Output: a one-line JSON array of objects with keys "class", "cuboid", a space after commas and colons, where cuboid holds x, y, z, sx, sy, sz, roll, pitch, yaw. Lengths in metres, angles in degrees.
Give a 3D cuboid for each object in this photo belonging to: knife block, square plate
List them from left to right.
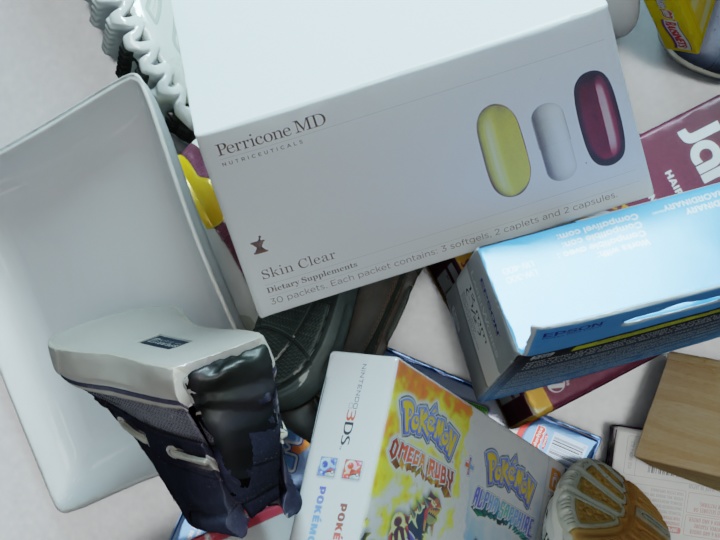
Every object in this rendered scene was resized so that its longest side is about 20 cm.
[{"class": "square plate", "cuboid": [-0.135, 0.015, 1.303, 0.198, 0.028, 0.201, -23, 88, 44]}, {"class": "knife block", "cuboid": [0.252, 0.093, 1.241, 0.199, 0.176, 0.064, 20, 80, 3]}]

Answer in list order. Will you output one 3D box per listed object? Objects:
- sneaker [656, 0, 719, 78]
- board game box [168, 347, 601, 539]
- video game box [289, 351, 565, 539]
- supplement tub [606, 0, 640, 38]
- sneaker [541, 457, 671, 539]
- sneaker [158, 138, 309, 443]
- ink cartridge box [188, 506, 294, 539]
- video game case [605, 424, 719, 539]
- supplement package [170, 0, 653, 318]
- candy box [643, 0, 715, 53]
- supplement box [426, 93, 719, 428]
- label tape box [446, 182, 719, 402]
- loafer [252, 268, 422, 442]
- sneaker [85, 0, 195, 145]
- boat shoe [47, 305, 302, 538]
[{"class": "sneaker", "cuboid": [0.264, -0.145, 1.326, 0.199, 0.085, 0.075, -3, 89, 1]}, {"class": "board game box", "cuboid": [0.013, 0.123, 1.346, 0.199, 0.037, 0.152, 23, 88, 0]}, {"class": "video game box", "cuboid": [0.030, 0.157, 1.216, 0.047, 0.200, 0.183, 1, 72, 31]}, {"class": "supplement tub", "cuboid": [0.040, -0.165, 1.306, 0.199, 0.132, 0.132, -15, 89, 1]}, {"class": "sneaker", "cuboid": [0.106, 0.173, 1.247, 0.076, 0.200, 0.088, 37, 118, -6]}, {"class": "sneaker", "cuboid": [-0.030, 0.009, 1.300, 0.090, 0.075, 0.200, -32, 87, -8]}, {"class": "ink cartridge box", "cuboid": [-0.100, 0.191, 1.254, 0.200, 0.147, 0.086, -26, 86, 28]}, {"class": "video game case", "cuboid": [0.224, 0.189, 1.343, 0.199, 0.036, 0.182, 8, 89, 1]}, {"class": "supplement package", "cuboid": [0.021, -0.089, 1.179, 0.199, 0.156, 0.111, -18, 124, 2]}, {"class": "candy box", "cuboid": [0.192, -0.228, 1.301, 0.026, 0.102, 0.201, 14, 76, 21]}, {"class": "supplement box", "cuboid": [0.148, -0.009, 1.308, 0.200, 0.086, 0.111, -27, 86, -9]}, {"class": "label tape box", "cuboid": [0.126, 0.004, 1.158, 0.143, 0.200, 0.066, -15, 79, -7]}, {"class": "loafer", "cuboid": [0.000, 0.000, 1.255, 0.063, 0.072, 0.200, 50, 54, -37]}, {"class": "sneaker", "cuboid": [-0.118, -0.161, 1.341, 0.081, 0.075, 0.200, -30, 92, -14]}, {"class": "boat shoe", "cuboid": [-0.094, 0.075, 1.190, 0.074, 0.200, 0.093, -19, 103, -21]}]
